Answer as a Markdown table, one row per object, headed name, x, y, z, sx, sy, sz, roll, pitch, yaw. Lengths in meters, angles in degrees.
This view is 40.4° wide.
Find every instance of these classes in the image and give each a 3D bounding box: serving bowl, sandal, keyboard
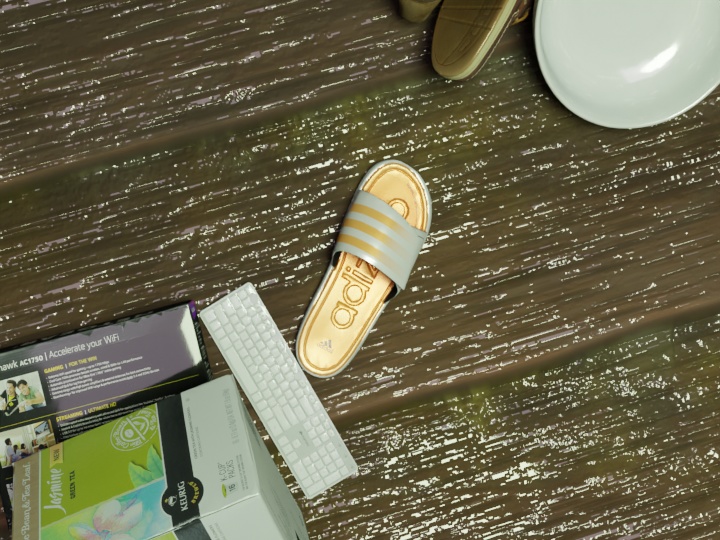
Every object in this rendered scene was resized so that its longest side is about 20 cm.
| name | x | y | z | sx | sy | sz | roll | pitch | yaw |
| --- | --- | --- | --- | --- | --- | --- | --- | --- | --- |
| serving bowl | 0.242 | -0.232 | 0.864 | 0.195 | 0.066 | 0.204 | -3 | 119 | -5 |
| sandal | 0.007 | 0.004 | 0.873 | 0.078 | 0.059 | 0.210 | 24 | 91 | -8 |
| keyboard | -0.074 | 0.111 | 0.896 | 0.056 | 0.011 | 0.202 | -30 | 97 | -4 |

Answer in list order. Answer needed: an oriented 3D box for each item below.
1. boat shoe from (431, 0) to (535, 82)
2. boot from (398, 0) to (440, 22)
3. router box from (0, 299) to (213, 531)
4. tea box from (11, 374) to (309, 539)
| name | x | y | z | sx | sy | sz | roll | pitch | yaw |
| --- | --- | --- | --- | --- | --- | --- | --- | --- | --- |
| boat shoe | 0.129 | -0.245 | 0.861 | 0.072 | 0.071 | 0.203 | 36 | 72 | -44 |
| boot | 0.078 | -0.312 | 0.861 | 0.072 | 0.076 | 0.203 | 25 | 76 | 2 |
| router box | -0.225 | 0.124 | 0.858 | 0.196 | 0.051 | 0.152 | -14 | 94 | -6 |
| tea box | -0.149 | 0.226 | 0.789 | 0.193 | 0.134 | 0.202 | -21 | 130 | -4 |
